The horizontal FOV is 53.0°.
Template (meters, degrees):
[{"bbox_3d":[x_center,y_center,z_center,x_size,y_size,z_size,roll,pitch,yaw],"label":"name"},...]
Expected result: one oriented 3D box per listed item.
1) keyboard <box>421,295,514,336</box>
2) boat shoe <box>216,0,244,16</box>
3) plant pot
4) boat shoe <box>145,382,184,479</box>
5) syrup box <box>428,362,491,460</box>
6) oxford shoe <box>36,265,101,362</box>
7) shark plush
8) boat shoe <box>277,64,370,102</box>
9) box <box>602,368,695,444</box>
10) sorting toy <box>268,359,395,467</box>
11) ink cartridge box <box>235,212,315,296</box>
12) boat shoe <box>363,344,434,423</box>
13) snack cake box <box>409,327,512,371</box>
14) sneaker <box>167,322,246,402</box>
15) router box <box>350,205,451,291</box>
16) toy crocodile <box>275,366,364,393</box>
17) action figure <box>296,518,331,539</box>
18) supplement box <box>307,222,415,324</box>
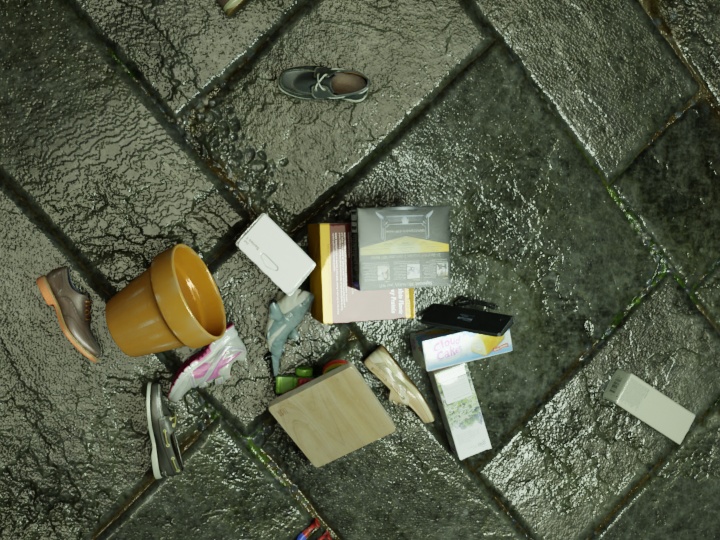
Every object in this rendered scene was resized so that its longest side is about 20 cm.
[{"bbox_3d":[0.235,0.097,1.547,0.127,0.196,0.021,-40,128,-43],"label":"keyboard"},{"bbox_3d":[-0.219,-0.610,1.472,0.065,0.073,0.200,44,85,-14],"label":"boat shoe"},{"bbox_3d":[-0.392,0.078,1.428,0.180,0.200,0.204,-24,97,8],"label":"plant pot"},{"bbox_3d":[-0.404,0.326,1.490,0.059,0.072,0.207,-5,102,-7],"label":"boat shoe"},{"bbox_3d":[0.216,0.301,1.591,0.077,0.081,0.205,-18,96,-6],"label":"syrup box"},{"bbox_3d":[-0.567,0.087,1.449,0.072,0.071,0.203,-31,97,-12],"label":"oxford shoe"},{"bbox_3d":[-0.160,0.134,1.509,0.081,0.091,0.205,16,94,1],"label":"shark plush"},{"bbox_3d":[-0.076,-0.396,1.512,0.194,0.068,0.074,4,94,-9],"label":"boat shoe"},{"bbox_3d":[0.670,0.315,1.679,0.198,0.068,0.083,33,87,-10],"label":"box"},{"bbox_3d":[-0.058,0.285,1.498,0.196,0.070,0.202,-27,121,11],"label":"sorting toy"},{"bbox_3d":[-0.173,-0.036,1.445,0.145,0.200,0.084,44,86,-9],"label":"ink cartridge box"},{"bbox_3d":[0.085,0.259,1.576,0.064,0.071,0.201,-38,91,1],"label":"boat shoe"},{"bbox_3d":[0.215,0.154,1.567,0.195,0.115,0.069,-12,97,-10],"label":"snack cake box"},{"bbox_3d":[-0.313,0.207,1.493,0.199,0.081,0.089,-43,103,0],"label":"sneaker"},{"bbox_3d":[0.081,-0.046,1.426,0.195,0.052,0.162,-2,94,-16],"label":"router box"},{"bbox_3d":[-0.085,0.247,1.545,0.195,0.062,0.069,6,92,-10],"label":"toy crocodile"},{"bbox_3d":[-0.154,0.629,1.562,0.199,0.052,0.066,-43,102,-3],"label":"action figure"},{"bbox_3d":[0.000,0.000,1.503,0.195,0.133,0.203,-3,94,-15],"label":"supplement box"}]
